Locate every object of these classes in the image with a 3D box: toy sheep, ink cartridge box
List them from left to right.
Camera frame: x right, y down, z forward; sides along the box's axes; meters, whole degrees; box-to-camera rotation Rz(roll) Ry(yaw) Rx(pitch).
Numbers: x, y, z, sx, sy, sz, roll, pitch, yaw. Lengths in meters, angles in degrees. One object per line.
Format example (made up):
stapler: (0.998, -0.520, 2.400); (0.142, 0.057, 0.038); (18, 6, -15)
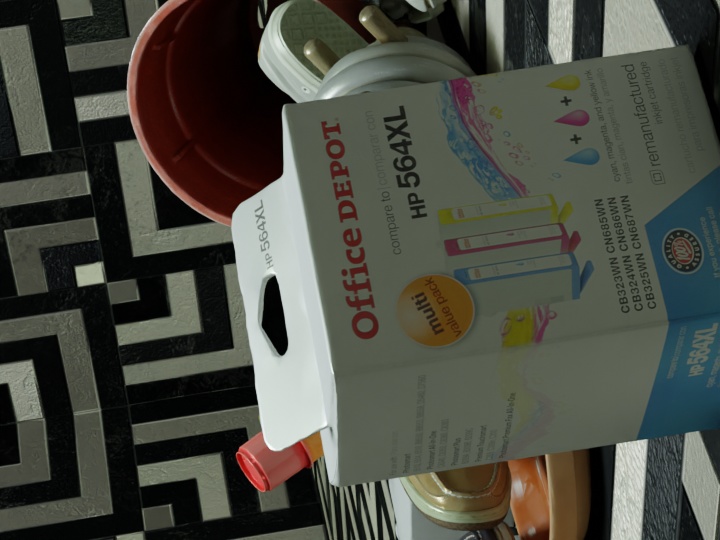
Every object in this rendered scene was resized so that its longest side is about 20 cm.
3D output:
toy sheep: (0.024, -0.087, 1.392); (0.138, 0.138, 0.200); (87, -172, -47)
ink cartridge box: (0.050, 0.002, 0.900); (0.125, 0.200, 0.129); (92, 168, -64)

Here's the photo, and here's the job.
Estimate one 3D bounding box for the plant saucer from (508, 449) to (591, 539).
plant saucer: (0.109, 0.086, 1.315); (0.200, 0.032, 0.200); (172, 90, -84)

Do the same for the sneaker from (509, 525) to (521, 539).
sneaker: (0.108, 0.274, 1.414); (0.116, 0.075, 0.200); (-109, 12, -49)

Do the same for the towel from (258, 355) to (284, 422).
towel: (0.002, 0.044, 1.637); (0.023, 0.200, 0.144); (49, 167, 11)

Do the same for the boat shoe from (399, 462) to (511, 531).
boat shoe: (0.057, 0.089, 1.376); (0.200, 0.072, 0.076); (-107, 22, -62)

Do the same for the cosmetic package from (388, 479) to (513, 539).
cosmetic package: (0.065, 0.130, 1.568); (0.200, 0.085, 0.108); (87, 173, -49)

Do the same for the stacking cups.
stacking cups: (-0.002, 0.101, 1.620); (0.061, 0.200, 0.061); (45, 160, 21)

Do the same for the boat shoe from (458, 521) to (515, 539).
boat shoe: (0.052, 0.230, 1.375); (0.200, 0.065, 0.072); (114, 148, -51)

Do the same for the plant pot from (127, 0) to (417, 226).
plant pot: (-0.051, -0.159, 1.635); (0.195, 0.201, 0.201); (-58, -35, -60)

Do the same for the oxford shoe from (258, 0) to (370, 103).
oxford shoe: (0.005, -0.111, 1.498); (0.200, 0.075, 0.058); (43, 152, -16)

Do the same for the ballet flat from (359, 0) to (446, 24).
ballet flat: (0.038, -0.210, 1.484); (0.200, 0.072, 0.072); (134, 127, -83)
